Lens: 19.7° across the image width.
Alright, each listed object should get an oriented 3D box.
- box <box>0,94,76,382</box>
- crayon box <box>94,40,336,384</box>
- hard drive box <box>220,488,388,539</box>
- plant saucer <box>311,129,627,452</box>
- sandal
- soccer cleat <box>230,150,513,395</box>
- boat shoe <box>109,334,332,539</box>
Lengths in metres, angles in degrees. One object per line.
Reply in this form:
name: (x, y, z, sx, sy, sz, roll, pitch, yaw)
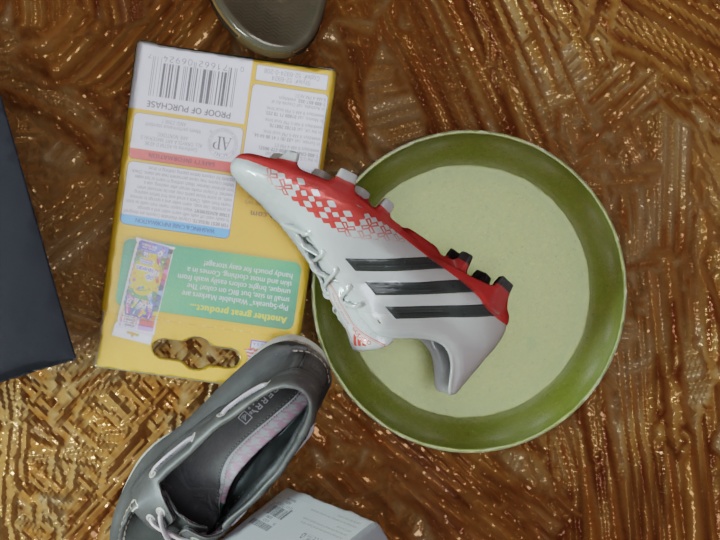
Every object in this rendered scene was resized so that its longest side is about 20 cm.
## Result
box: (-0.243, -0.030, 1.234, 0.078, 0.141, 0.202, -16, 92, -17)
crayon box: (-0.090, -0.032, 1.291, 0.125, 0.052, 0.202, 8, 89, -3)
hard drive box: (-0.075, 0.224, 1.209, 0.199, 0.156, 0.077, -36, 103, -16)
plant saucer: (0.068, 0.013, 1.309, 0.198, 0.031, 0.202, 0, 90, -2)
sandal: (-0.048, -0.232, 1.278, 0.080, 0.054, 0.202, 11, 79, -4)
soccer cleat: (0.000, 0.000, 1.246, 0.199, 0.069, 0.086, 32, 83, -18)
boat shoe: (-0.091, 0.122, 1.259, 0.067, 0.057, 0.200, 36, 109, -14)
